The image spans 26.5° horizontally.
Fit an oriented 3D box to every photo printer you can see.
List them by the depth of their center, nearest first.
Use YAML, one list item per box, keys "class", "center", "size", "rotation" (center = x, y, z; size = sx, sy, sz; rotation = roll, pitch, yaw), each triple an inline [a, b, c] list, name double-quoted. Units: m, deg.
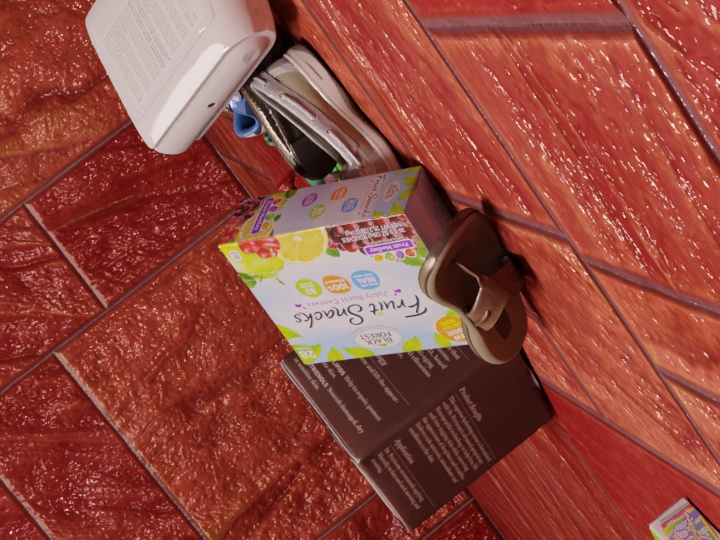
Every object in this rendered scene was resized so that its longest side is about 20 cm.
- class: "photo printer"
  center: [-0.161, -0.227, 1.387]
  size: [0.200, 0.069, 0.167]
  rotation: [-45, 69, 45]

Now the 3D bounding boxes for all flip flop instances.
- class: "flip flop"
  center: [0.104, 0.020, 1.229]
  size: [0.057, 0.081, 0.200]
  rotation: [27, 162, 35]

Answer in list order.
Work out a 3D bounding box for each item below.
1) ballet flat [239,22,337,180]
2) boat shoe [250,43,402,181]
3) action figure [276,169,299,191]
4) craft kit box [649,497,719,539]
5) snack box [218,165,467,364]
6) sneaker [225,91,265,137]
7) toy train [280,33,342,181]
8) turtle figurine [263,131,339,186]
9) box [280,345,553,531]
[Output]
- class: "ballet flat"
  center: [-0.087, -0.174, 1.455]
  size: [0.201, 0.067, 0.046]
  rotation: [58, 158, -12]
- class: "boat shoe"
  center: [-0.019, -0.114, 1.409]
  size: [0.202, 0.065, 0.074]
  rotation: [53, 175, 2]
- class: "action figure"
  center: [0.022, -0.036, 1.450]
  size: [0.199, 0.066, 0.099]
  rotation: [24, 158, -20]
- class: "craft kit box"
  center: [0.337, 0.310, 1.289]
  size: [0.200, 0.048, 0.198]
  rotation: [48, 176, 38]
- class: "snack box"
  center: [0.000, 0.000, 1.390]
  size: [0.199, 0.068, 0.169]
  rotation: [-7, 133, 32]
- class: "sneaker"
  center: [-0.125, -0.211, 1.594]
  size: [0.074, 0.082, 0.200]
  rotation: [51, 174, 39]
- class: "toy train"
  center: [-0.045, -0.157, 1.503]
  size: [0.200, 0.042, 0.056]
  rotation: [54, 164, -12]
- class: "turtle figurine"
  center: [-0.036, -0.066, 1.668]
  size: [0.149, 0.101, 0.201]
  rotation: [8, 133, 30]
- class: "box"
  center: [0.059, 0.124, 1.583]
  size: [0.164, 0.200, 0.166]
  rotation: [48, 173, 41]
